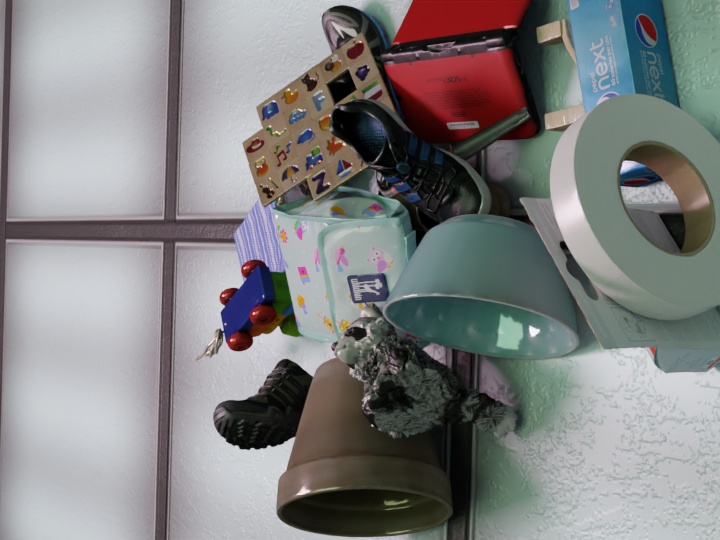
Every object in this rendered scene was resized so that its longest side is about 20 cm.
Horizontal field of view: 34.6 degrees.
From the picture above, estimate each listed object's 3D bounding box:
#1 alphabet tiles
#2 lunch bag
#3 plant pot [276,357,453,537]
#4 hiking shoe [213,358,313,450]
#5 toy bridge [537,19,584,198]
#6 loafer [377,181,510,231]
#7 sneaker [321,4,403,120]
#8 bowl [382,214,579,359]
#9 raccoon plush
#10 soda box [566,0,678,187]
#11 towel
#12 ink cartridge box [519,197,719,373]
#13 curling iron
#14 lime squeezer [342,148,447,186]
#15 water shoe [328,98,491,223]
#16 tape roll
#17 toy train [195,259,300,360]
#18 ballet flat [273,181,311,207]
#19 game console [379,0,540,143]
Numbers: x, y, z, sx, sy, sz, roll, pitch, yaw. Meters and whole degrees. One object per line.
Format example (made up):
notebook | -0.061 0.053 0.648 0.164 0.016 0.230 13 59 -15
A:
alphabet tiles | -0.051 -0.164 1.367 0.200 0.008 0.167 -32 60 21
lunch bag | 0.000 0.000 1.345 0.200 0.122 0.171 16 122 53
plant pot | 0.005 0.198 1.330 0.200 0.200 0.174 -33 47 45
hiking shoe | -0.105 0.162 1.431 0.076 0.200 0.101 -41 57 35
toy bridge | 0.219 -0.155 1.170 0.067 0.027 0.200 -10 83 50
loafer | 0.082 -0.081 1.314 0.200 0.067 0.076 8 95 50
sneaker | -0.008 -0.244 1.415 0.071 0.083 0.200 -37 61 43
bowl | 0.130 0.012 1.181 0.201 0.201 0.105 -9 62 50
raccoon plush | 0.061 0.119 1.268 0.097 0.200 0.134 -52 26 17
soda box | 0.254 -0.184 1.108 0.064 0.068 0.200 -17 76 49
towel | -0.128 -0.039 1.571 0.200 0.024 0.145 -50 46 50
ink cartridge box | 0.230 0.016 1.029 0.050 0.200 0.162 -49 53 38
curling iron | 0.095 -0.131 1.251 0.200 0.026 0.050 -22 79 32
lime squeezer | 0.013 -0.132 1.397 0.200 0.071 0.038 -16 78 49
water shoe | 0.046 -0.108 1.221 0.200 0.079 0.072 39 116 22
tape roll | 0.255 -0.056 0.999 0.037 0.203 0.203 -36 62 54
toy train | -0.130 0.069 1.538 0.200 0.116 0.085 -48 46 45
ballet flat | -0.044 -0.157 1.469 0.072 0.072 0.200 14 81 50
game console | 0.132 -0.244 1.298 0.200 0.119 0.172 5 124 51
